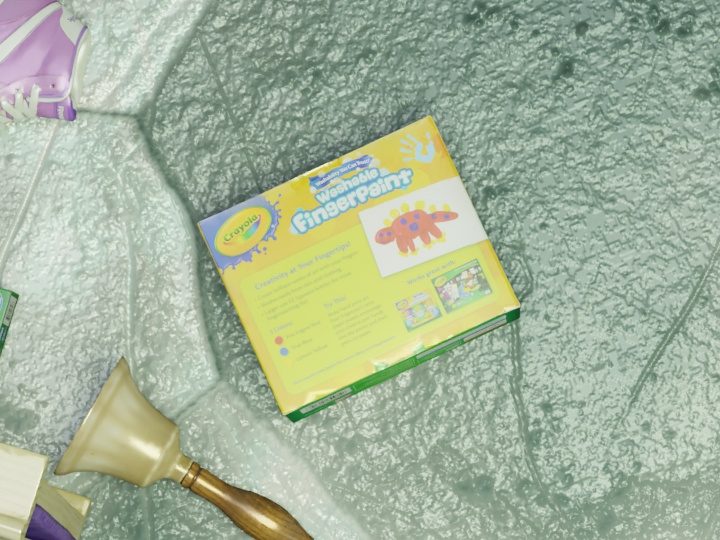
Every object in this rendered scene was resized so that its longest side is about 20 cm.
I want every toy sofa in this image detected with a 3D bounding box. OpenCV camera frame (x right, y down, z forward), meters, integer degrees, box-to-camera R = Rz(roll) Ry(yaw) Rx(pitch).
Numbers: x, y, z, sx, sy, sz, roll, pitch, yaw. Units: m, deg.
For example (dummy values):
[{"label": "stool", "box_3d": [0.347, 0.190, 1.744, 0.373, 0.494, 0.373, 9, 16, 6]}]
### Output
[{"label": "toy sofa", "box_3d": [-0.266, 0.188, 1.668, 0.083, 0.200, 0.098, 16, 76, 7]}]

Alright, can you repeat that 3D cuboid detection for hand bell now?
[{"label": "hand bell", "box_3d": [-0.124, 0.160, 1.729, 0.200, 0.104, 0.104, 30, 84, -3]}]

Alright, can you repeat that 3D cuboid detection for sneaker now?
[{"label": "sneaker", "box_3d": [-0.291, -0.130, 1.789, 0.114, 0.073, 0.201, 34, 85, 6]}]

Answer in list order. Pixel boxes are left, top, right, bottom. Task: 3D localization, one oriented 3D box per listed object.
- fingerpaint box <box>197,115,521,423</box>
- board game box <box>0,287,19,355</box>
[{"label": "fingerpaint box", "box_3d": [0.000, 0.000, 1.740, 0.200, 0.073, 0.167, -25, 80, 0]}, {"label": "board game box", "box_3d": [-0.364, 0.096, 1.779, 0.134, 0.029, 0.200, 15, 82, 6]}]
